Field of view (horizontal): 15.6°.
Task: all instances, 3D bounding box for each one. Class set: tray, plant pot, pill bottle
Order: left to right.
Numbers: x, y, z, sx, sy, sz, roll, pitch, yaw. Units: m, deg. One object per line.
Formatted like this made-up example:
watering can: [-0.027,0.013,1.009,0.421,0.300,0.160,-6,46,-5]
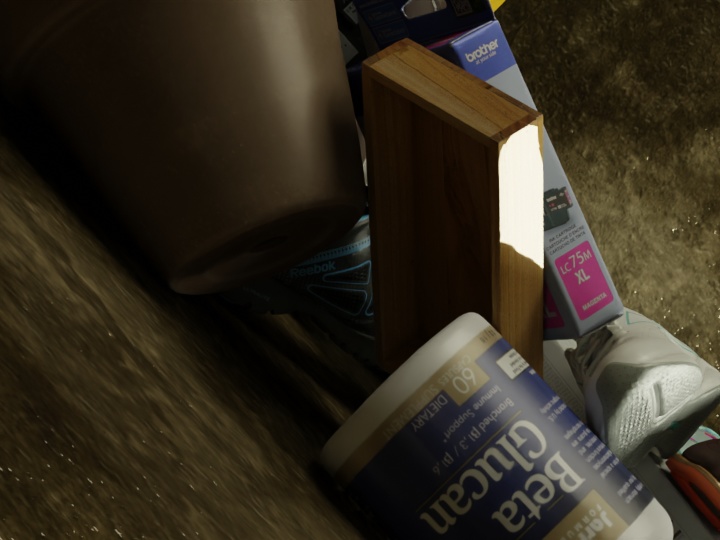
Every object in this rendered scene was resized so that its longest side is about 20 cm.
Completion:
plant pot: [-0.082,-0.088,1.366,0.175,0.200,0.200,67,13,14]
tray: [0.050,-0.012,1.357,0.098,0.037,0.201,33,-40,36]
pill bottle: [0.084,0.127,1.305,0.200,0.111,0.111,46,7,6]

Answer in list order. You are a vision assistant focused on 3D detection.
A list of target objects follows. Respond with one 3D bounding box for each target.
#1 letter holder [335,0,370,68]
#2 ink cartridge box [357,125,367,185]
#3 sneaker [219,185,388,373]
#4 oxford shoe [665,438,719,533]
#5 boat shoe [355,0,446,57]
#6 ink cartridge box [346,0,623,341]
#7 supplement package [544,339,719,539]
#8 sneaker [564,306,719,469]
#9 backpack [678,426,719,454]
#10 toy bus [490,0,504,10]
letter holder: [-0.043,-0.117,1.582,0.101,0.200,0.142,47,7,12]
ink cartridge box: [-0.026,-0.100,1.719,0.199,0.083,0.146,22,0,34]
sneaker: [0.000,0.000,1.495,0.199,0.082,0.073,21,24,-38]
oxford shoe: [0.220,0.110,1.449,0.071,0.073,0.200,50,10,11]
boat shoe: [0.038,-0.116,1.470,0.072,0.059,0.201,-126,-157,-61]
ink cartridge box: [0.055,-0.057,1.385,0.119,0.042,0.201,-7,-73,59]
supplement package: [0.132,0.139,1.510,0.109,0.114,0.200,36,14,-53]
sneaker: [0.139,0.057,1.393,0.080,0.070,0.200,43,6,14]
backpack: [0.243,0.201,1.765,0.200,0.127,0.167,46,10,25]
toy bus: [0.108,-0.242,1.526,0.078,0.200,0.065,47,7,17]
